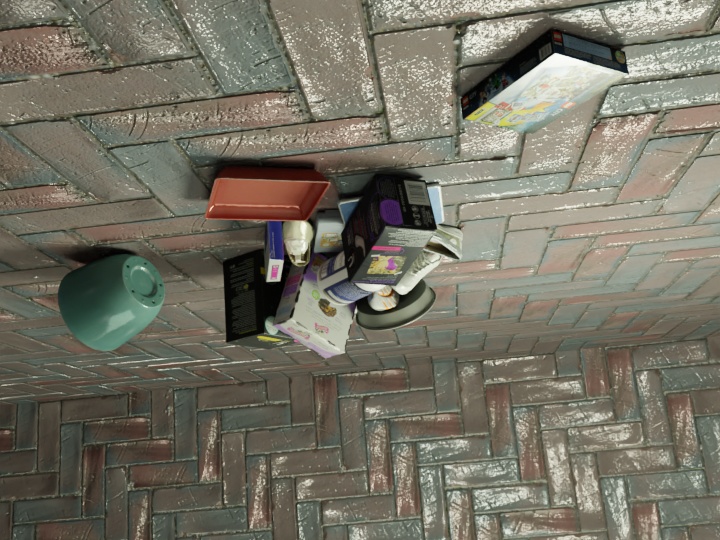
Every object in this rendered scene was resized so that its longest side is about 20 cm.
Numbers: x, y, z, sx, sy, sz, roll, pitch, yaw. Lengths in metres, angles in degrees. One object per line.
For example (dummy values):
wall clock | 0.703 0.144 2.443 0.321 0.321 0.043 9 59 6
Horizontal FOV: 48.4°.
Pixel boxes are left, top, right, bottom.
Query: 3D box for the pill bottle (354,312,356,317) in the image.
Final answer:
pill bottle | -0.031 0.066 2.075 0.200 0.114 0.114 1 163 -17

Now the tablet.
tablet | 0.063 -0.116 1.574 0.200 0.014 0.130 -9 148 5

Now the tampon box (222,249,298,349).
tampon box | -0.224 0.072 1.880 0.126 0.200 0.150 -16 161 34

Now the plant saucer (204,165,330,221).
plant saucer | -0.174 -0.140 1.447 0.200 0.037 0.200 -1 164 -17

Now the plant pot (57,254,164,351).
plant pot | -0.532 0.055 1.766 0.161 0.201 0.201 -27 156 24

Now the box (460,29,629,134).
box | 0.256 -0.261 1.139 0.137 0.038 0.200 5 162 -30

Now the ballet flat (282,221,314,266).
ballet flat | -0.132 -0.055 1.703 0.069 0.070 0.200 -4 164 -2

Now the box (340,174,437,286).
box | 0.049 -0.072 1.512 0.106 0.122 0.200 4 148 -22

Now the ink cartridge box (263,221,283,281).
ink cartridge box | -0.181 -0.048 1.661 0.037 0.095 0.200 -3 164 -7

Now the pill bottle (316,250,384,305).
pill bottle | 0.000 0.000 1.728 0.111 0.111 0.200 6 162 -32

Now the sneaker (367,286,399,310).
sneaker | 0.043 0.040 1.848 0.077 0.078 0.200 -23 -163 21

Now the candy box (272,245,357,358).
candy box | -0.095 0.074 1.838 0.168 0.200 0.072 36 142 -30

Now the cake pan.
cake pan | 0.078 0.072 1.880 0.200 0.037 0.200 -17 -156 8

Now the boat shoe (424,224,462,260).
boat shoe | 0.147 -0.066 1.748 0.202 0.065 0.074 10 159 -41

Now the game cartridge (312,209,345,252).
game cartridge | -0.032 -0.081 1.700 0.133 0.042 0.200 1 164 -5

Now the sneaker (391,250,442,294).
sneaker | 0.130 -0.017 1.836 0.099 0.078 0.200 -39 -178 39
